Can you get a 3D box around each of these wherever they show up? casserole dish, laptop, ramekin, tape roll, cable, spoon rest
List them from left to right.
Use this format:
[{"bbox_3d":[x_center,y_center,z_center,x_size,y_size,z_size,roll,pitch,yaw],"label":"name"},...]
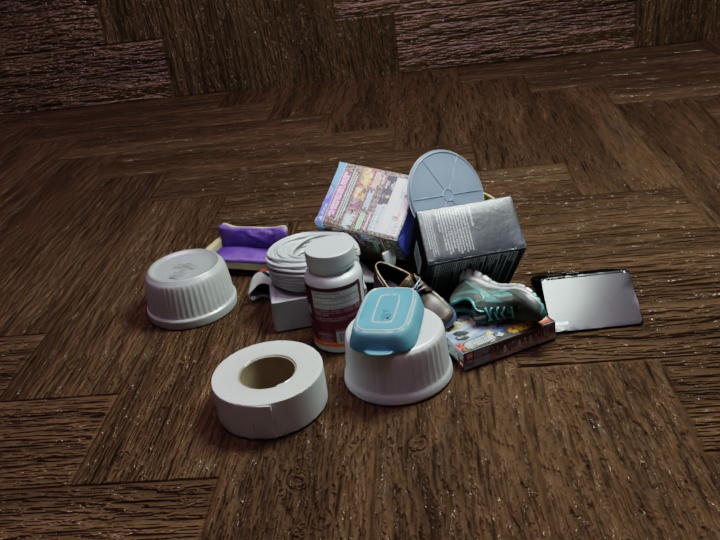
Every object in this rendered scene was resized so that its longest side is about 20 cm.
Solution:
[{"bbox_3d":[-0.375,0.034,1.790,0.197,0.106,0.201,-6,27,3],"label":"ramekin"},{"bbox_3d":[-0.158,0.205,1.432,0.199,0.072,0.203,-6,27,3],"label":"tape roll"},{"bbox_3d":[-0.098,-0.023,1.714,0.197,0.070,0.200,-9,23,-1],"label":"cable"},{"bbox_3d":[0.000,0.000,1.794,0.199,0.061,0.099,-13,9,46],"label":"spoon rest"},{"bbox_3d":[0.047,0.081,1.440,0.119,0.039,0.201,-1,28,14],"label":"casserole dish"},{"bbox_3d":[0.064,0.143,1.465,0.197,0.099,0.201,-6,27,3],"label":"ramekin"},{"bbox_3d":[0.445,0.056,1.634,0.174,0.105,0.200,-6,1,3],"label":"laptop"}]

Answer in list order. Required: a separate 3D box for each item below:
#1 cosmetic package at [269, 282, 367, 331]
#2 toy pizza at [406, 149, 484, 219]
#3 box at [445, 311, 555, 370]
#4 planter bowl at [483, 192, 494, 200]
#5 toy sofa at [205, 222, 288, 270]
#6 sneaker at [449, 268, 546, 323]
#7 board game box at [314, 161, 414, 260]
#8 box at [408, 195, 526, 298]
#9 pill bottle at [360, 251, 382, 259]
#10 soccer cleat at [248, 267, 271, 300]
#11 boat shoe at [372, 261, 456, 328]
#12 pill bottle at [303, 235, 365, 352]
[{"bbox_3d":[-0.088,0.059,1.702,0.197,0.075,0.102,-9,26,-6],"label":"cosmetic package"},{"bbox_3d":[0.181,-0.159,1.767,0.198,0.203,0.032,-23,2,-29],"label":"toy pizza"},{"bbox_3d":[0.247,0.112,1.543,0.197,0.040,0.137,-16,27,-17],"label":"box"},{"bbox_3d":[0.233,-0.075,1.826,0.197,0.084,0.203,-1,62,2],"label":"planter bowl"},{"bbox_3d":[-0.262,-0.048,1.931,0.197,0.099,0.083,4,28,20],"label":"toy sofa"},{"bbox_3d":[0.250,0.068,1.524,0.198,0.078,0.091,17,54,42],"label":"sneaker"},{"bbox_3d":[0.026,-0.131,1.806,0.198,0.097,0.161,14,68,21],"label":"board game box"},{"bbox_3d":[0.208,-0.040,1.650,0.195,0.201,0.125,-9,67,-5],"label":"box"},{"bbox_3d":[0.025,-0.081,1.903,0.197,0.112,0.111,1,28,16],"label":"pill bottle"},{"bbox_3d":[-0.151,0.036,1.778,0.197,0.069,0.086,2,39,20],"label":"soccer cleat"},{"bbox_3d":[0.094,0.046,1.560,0.199,0.073,0.072,27,63,34],"label":"boat shoe"},{"bbox_3d":[-0.048,0.044,1.574,0.112,0.203,0.115,-6,26,3],"label":"pill bottle"}]
